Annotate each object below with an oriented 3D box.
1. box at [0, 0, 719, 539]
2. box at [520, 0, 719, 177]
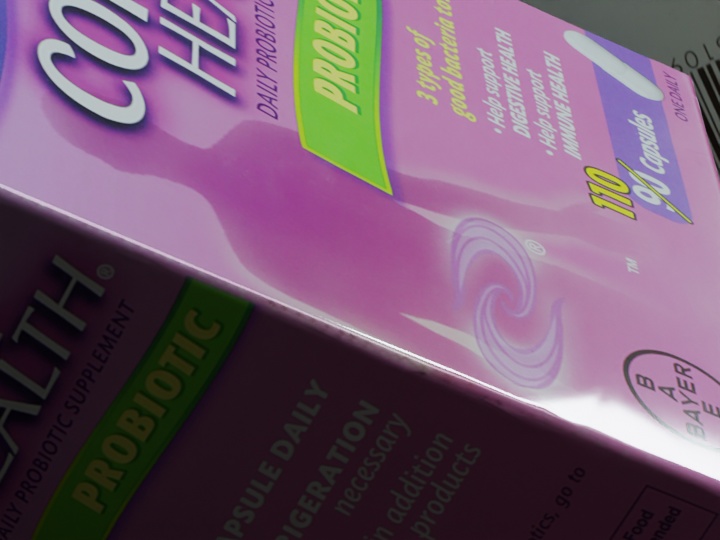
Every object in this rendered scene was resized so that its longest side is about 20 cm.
[{"bbox_3d":[-0.027,-0.001,0.577,0.200,0.097,0.176,22,29,-15],"label":"box"},{"bbox_3d":[0.118,-0.109,0.989,0.200,0.199,0.131,63,7,-12],"label":"box"}]
